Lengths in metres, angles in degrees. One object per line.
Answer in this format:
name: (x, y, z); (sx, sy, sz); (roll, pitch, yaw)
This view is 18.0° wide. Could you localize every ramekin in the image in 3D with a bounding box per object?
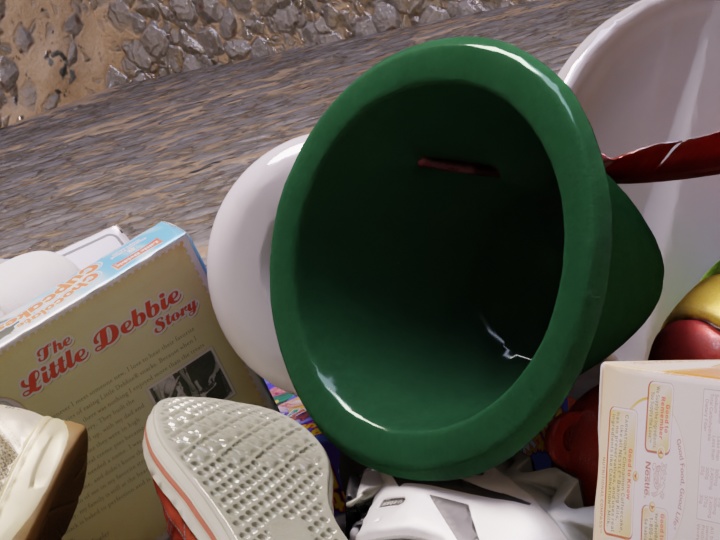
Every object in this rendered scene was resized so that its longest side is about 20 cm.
ramekin: (0.148, -0.018, 0.996); (0.201, 0.204, 0.094); (-20, 0, -24)

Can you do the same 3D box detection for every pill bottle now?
pill bottle: (0.000, 0.000, 1.010); (0.112, 0.113, 0.200); (-14, -2, 6)

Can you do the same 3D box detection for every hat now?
hat: (0.092, 0.001, 0.892); (0.175, 0.167, 0.199); (7, -8, -44)

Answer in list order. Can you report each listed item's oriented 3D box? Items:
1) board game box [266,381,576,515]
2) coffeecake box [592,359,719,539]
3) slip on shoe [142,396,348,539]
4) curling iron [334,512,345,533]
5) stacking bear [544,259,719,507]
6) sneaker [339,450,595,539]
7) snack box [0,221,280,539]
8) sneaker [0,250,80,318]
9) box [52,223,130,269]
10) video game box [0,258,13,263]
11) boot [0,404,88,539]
board game box: (0.007, 0.079, 1.078); (0.199, 0.045, 0.134); (-7, 14, 37)
coffeecake box: (0.189, 0.069, 0.683); (0.153, 0.074, 0.200); (2, 2, -29)
slip on shoe: (-0.039, 0.105, 0.827); (0.074, 0.062, 0.200); (7, 25, -23)
curling iron: (-0.063, 0.129, 0.958); (0.199, 0.026, 0.050); (-13, -27, -13)
stacking bear: (0.161, 0.046, 0.878); (0.199, 0.122, 0.114); (-29, 23, -24)
sneaker: (0.019, 0.100, 0.871); (0.088, 0.075, 0.200); (-21, 15, -19)
snack box: (-0.137, 0.080, 0.972); (0.199, 0.117, 0.037); (-32, 20, -16)
sneaker: (-0.194, 0.050, 1.007); (0.075, 0.089, 0.200); (34, 60, 21)
box: (-0.177, 0.070, 1.141); (0.199, 0.117, 0.060); (-28, -28, -28)
video game box: (-0.123, 0.023, 1.355); (0.199, 0.047, 0.182); (7, -6, -35)
boot: (-0.209, 0.112, 0.847); (0.155, 0.073, 0.201); (21, 52, 8)
